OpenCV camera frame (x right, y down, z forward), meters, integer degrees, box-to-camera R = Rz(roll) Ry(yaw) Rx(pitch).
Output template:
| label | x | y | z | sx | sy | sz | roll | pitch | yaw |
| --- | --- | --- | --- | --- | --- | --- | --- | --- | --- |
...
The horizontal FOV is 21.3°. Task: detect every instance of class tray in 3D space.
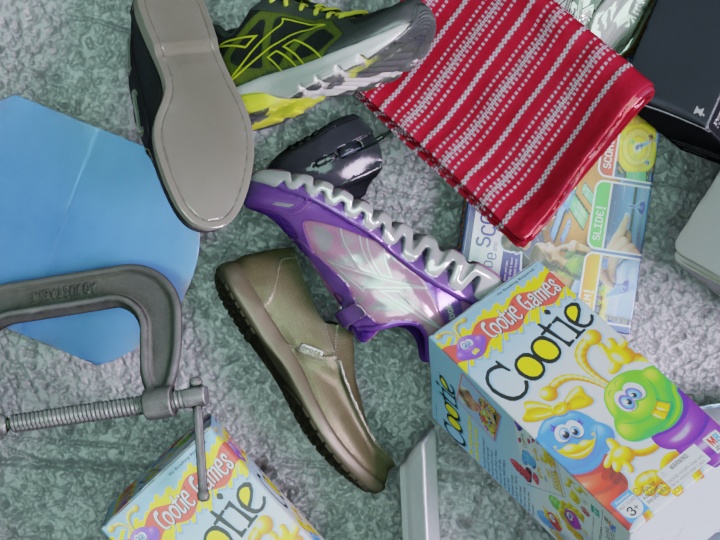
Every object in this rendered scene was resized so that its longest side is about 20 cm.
| label | x | y | z | sx | sy | sz | roll | pitch | yaw |
| --- | --- | --- | --- | --- | --- | --- | --- | --- | --- |
| tray | 0.045 | 0.216 | 1.372 | 0.022 | 0.107 | 0.202 | -3 | 91 | 5 |

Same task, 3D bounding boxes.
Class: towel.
| label | x | y | z | sx | sy | sz | roll | pitch | yaw |
| --- | --- | --- | --- | --- | --- | --- | --- | --- | --- |
| towel | 0.091 | -0.129 | 1.328 | 0.200 | 0.022 | 0.145 | 44 | 100 | 25 |

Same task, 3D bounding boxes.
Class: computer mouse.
| label | x | y | z | sx | sy | sz | roll | pitch | yaw |
| --- | --- | --- | --- | --- | --- | --- | --- | --- | --- |
| computer mouse | 0.018 | -0.099 | 1.380 | 0.199 | 0.034 | 0.059 | -30 | 82 | 8 |

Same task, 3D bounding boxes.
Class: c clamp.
| label | x | y | z | sx | sy | sz | roll | pitch | yaw |
| --- | --- | --- | --- | --- | --- | --- | --- | --- | --- |
| c clamp | -0.195 | 0.076 | 1.320 | 0.198 | 0.027 | 0.172 | -4 | 68 | 14 |

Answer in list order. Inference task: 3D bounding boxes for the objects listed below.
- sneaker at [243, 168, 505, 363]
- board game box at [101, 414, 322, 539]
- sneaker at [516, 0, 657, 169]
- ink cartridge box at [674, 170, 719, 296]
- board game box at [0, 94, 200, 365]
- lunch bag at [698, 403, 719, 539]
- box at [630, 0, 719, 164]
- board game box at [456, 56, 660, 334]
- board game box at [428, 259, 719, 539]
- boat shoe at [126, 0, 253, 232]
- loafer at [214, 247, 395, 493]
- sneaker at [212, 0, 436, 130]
| label | x | y | z | sx | sy | sz | roll | pitch | yaw |
| --- | --- | --- | --- | --- | --- | --- | --- | --- | --- |
| sneaker | 0.000 | 0.000 | 1.339 | 0.199 | 0.080 | 0.089 | 29 | 89 | -6 |
| board game box | -0.077 | 0.213 | 1.358 | 0.103 | 0.105 | 0.200 | -43 | 94 | -2 |
| sneaker | 0.141 | -0.149 | 1.360 | 0.087 | 0.076 | 0.201 | 28 | 86 | 14 |
| ink cartridge box | 0.335 | -0.014 | 1.348 | 0.199 | 0.083 | 0.146 | 32 | 91 | -37 |
| board game box | -0.213 | -0.029 | 1.386 | 0.198 | 0.039 | 0.159 | 21 | 95 | 1 |
| lunch bag | 0.229 | 0.198 | 1.375 | 0.168 | 0.127 | 0.202 | -4 | 85 | -3 |
| box | 0.272 | -0.184 | 1.351 | 0.078 | 0.141 | 0.201 | 23 | 89 | 28 |
| board game box | 0.145 | -0.062 | 1.405 | 0.134 | 0.034 | 0.202 | 9 | 91 | -3 |
| board game box | 0.149 | 0.108 | 1.304 | 0.103 | 0.105 | 0.200 | -34 | 58 | -20 |
| boat shoe | -0.124 | -0.109 | 1.342 | 0.072 | 0.063 | 0.202 | -3 | 64 | -24 |
| loafer | -0.028 | 0.068 | 1.377 | 0.067 | 0.076 | 0.201 | -34 | 97 | -10 |
| sneaker | -0.039 | -0.160 | 1.338 | 0.199 | 0.074 | 0.085 | -18 | 82 | 33 |
